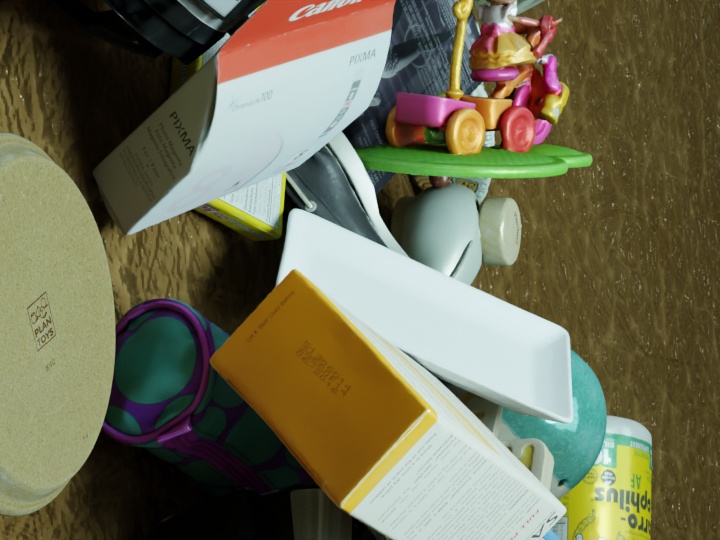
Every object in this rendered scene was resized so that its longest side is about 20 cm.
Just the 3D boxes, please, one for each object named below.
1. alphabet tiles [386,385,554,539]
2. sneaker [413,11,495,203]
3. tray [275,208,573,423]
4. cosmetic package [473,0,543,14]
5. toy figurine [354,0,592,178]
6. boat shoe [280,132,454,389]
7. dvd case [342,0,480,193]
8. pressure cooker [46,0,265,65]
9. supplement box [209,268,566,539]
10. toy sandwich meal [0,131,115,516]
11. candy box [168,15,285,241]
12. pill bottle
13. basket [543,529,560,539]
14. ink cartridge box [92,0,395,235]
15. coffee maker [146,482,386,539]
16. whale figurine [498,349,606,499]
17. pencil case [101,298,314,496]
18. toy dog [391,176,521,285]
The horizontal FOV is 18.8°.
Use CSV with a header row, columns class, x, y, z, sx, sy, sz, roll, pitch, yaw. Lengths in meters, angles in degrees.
class,x,y,z,sx,sy,sz,roll,pitch,yaw
alphabet tiles,0.019,0.151,1.326,0.015,0.198,0.197,56,38,-44
sneaker,0.071,-0.147,1.646,0.088,0.075,0.202,-40,122,-61
tray,0.039,0.033,1.340,0.022,0.199,0.108,-60,-169,30
cosmetic package,0.093,-0.293,1.596,0.073,0.103,0.201,-28,90,-23
toy figurine,0.085,-0.161,1.447,0.199,0.149,0.186,-5,101,-46
boat shoe,0.000,0.000,1.406,0.060,0.074,0.201,-30,93,-19
dvd case,0.012,-0.149,1.506,0.200,0.016,0.149,-48,124,-38
pressure cooker,-0.097,-0.211,1.146,0.176,0.199,0.179,55,11,10
supplement box,0.018,0.094,1.206,0.074,0.126,0.200,-47,146,3
toy sandwich meal,-0.188,0.024,1.056,0.205,0.070,0.207,-3,90,-71
candy box,-0.079,-0.128,1.357,0.102,0.026,0.202,26,62,-51
pill bottle,0.183,0.227,1.785,0.113,0.112,0.202,36,54,-59
basket,0.079,0.217,1.538,0.176,0.138,0.201,51,15,-52
ink cartridge box,-0.038,-0.104,1.216,0.162,0.200,0.057,-24,84,-48
coffee maker,-0.073,0.225,1.181,0.201,0.190,0.136,-95,-178,-55
whale figurine,0.103,0.072,1.573,0.200,0.104,0.159,55,8,33
pencil case,-0.077,0.091,1.261,0.200,0.085,0.093,43,23,-56
toy dog,0.048,-0.011,1.516,0.201,0.131,0.097,-92,167,-57
